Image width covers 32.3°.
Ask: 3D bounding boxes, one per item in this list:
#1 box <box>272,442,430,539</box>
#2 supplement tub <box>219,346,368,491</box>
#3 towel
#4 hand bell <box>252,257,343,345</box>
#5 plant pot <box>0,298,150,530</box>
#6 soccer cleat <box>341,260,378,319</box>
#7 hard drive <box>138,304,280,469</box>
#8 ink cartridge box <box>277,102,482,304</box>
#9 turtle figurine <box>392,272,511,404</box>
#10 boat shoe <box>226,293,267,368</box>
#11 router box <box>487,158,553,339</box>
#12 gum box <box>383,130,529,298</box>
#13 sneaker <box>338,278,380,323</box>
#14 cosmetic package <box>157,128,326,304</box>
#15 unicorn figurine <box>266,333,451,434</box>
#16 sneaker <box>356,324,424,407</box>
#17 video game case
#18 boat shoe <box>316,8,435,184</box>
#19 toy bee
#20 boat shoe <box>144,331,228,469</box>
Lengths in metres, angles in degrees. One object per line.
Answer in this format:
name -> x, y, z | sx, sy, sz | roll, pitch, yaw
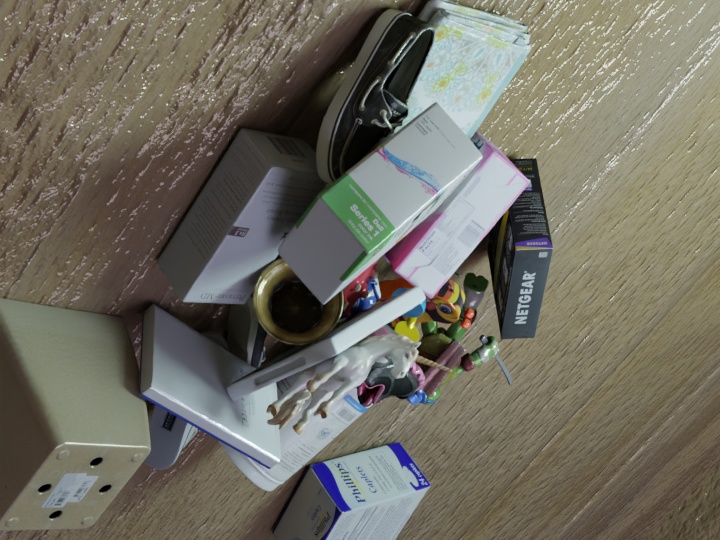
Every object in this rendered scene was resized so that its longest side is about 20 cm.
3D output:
box -> -0.017, 0.396, 2.057 | 0.199, 0.105, 0.185 | -8, 138, -41
supplement tub -> -0.088, 0.188, 1.691 | 0.200, 0.132, 0.132 | -40, 149, 6
towel -> 0.091, -0.216, 1.437 | 0.170, 0.048, 0.201 | 5, 129, -44
hand bell -> -0.081, 0.061, 1.500 | 0.103, 0.105, 0.200 | -29, 169, -14
plant pot -> -0.347, 0.174, 1.366 | 0.200, 0.177, 0.199 | -50, 147, 19
soccer cleat -> -0.014, -0.017, 1.506 | 0.067, 0.076, 0.201 | -26, 150, -57
hard drive -> -0.176, 0.138, 1.469 | 0.025, 0.133, 0.199 | -37, 126, 24
ink cartridge box -> 0.022, -0.073, 1.354 | 0.200, 0.084, 0.145 | -40, 176, -32
turtle figurine -> 0.123, 0.082, 1.784 | 0.199, 0.143, 0.196 | -17, 128, -41
boat shoe -> -0.140, 0.110, 1.596 | 0.062, 0.073, 0.201 | -14, 135, -34
router box -> 0.215, -0.028, 1.694 | 0.052, 0.159, 0.201 | -2, 143, -2
gum box -> 0.109, -0.070, 1.545 | 0.066, 0.114, 0.200 | 36, 101, -22
sneaker -> 0.000, 0.000, 1.581 | 0.075, 0.088, 0.201 | -20, 143, -24
cosmetic package -> -0.131, -0.056, 1.389 | 0.101, 0.074, 0.201 | 3, 129, -48
unicorn figurine -> -0.020, 0.122, 1.408 | 0.137, 0.199, 0.074 | -40, 113, -42
sneaker -> 0.028, 0.139, 1.621 | 0.096, 0.079, 0.200 | -54, 160, -13
video game case -> -0.039, 0.086, 1.484 | 0.181, 0.023, 0.199 | -27, -178, 38
boat shoe -> 0.016, -0.179, 1.330 | 0.070, 0.063, 0.202 | 13, 104, -55
toy bee -> 0.090, 0.046, 1.636 | 0.109, 0.199, 0.131 | 43, 72, -23
boat shoe -> -0.219, 0.161, 1.588 | 0.066, 0.071, 0.202 | -48, 162, -73
